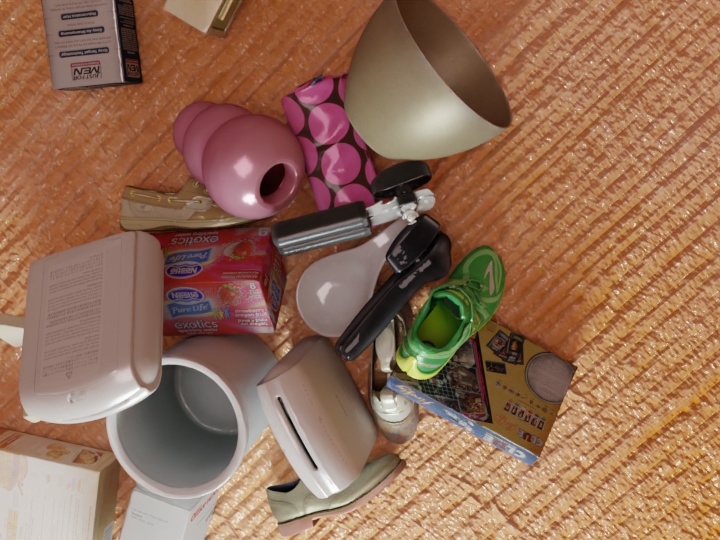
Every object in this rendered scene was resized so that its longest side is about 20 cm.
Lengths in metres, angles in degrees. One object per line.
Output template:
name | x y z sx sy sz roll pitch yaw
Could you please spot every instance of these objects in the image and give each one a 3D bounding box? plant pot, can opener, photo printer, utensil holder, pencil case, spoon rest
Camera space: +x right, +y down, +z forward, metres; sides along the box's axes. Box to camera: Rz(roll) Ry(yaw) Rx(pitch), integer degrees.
plant pot | 0.060 -0.204 1.092 0.134 0.200 0.201 -37 91 28
can opener | -0.008 -0.068 1.115 0.199 0.053 0.067 -19 65 2
photo printer | -0.051 0.175 1.158 0.069 0.200 0.167 -28 93 13
can opener | 0.038 0.027 1.145 0.079 0.063 0.200 38 89 -6
photo printer | -0.302 0.069 1.072 0.166 0.069 0.201 -16 62 19
utensil holder | -0.196 0.166 1.182 0.169 0.200 0.171 1 99 9
pencil case | -0.025 -0.138 1.164 0.093 0.091 0.201 -18 98 3
spoon rest | 0.000 0.000 1.189 0.200 0.061 0.099 -43 78 11

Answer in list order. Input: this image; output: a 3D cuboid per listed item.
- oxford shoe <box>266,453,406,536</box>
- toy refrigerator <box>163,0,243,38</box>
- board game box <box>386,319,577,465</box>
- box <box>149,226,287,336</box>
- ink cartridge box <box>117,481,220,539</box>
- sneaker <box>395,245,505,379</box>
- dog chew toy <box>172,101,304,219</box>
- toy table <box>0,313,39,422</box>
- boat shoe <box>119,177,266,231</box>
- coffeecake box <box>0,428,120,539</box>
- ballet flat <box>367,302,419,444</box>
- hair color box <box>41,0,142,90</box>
oxford shoe | -0.036 0.277 1.238 0.200 0.071 0.074 -28 91 13
toy refrigerator | -0.153 -0.386 1.151 0.070 0.076 0.200 32 102 4
board game box | 0.148 0.129 1.159 0.200 0.035 0.136 29 61 5
box | -0.202 0.015 1.194 0.199 0.100 0.096 -2 134 11
ink cartridge box | -0.261 0.359 1.251 0.084 0.145 0.201 18 102 7
sneaker | 0.118 0.044 1.130 0.074 0.084 0.200 34 61 8
dog chew toy | -0.158 -0.144 1.153 0.200 0.124 0.125 35 106 38
toy table | -0.369 0.094 1.225 0.117 0.200 0.184 -18 129 22
boat shoe | -0.212 -0.085 1.209 0.199 0.074 0.067 -3 95 5
coffeecake box | -0.445 0.316 1.314 0.199 0.073 0.154 10 101 8
ballet flat | 0.036 0.131 1.203 0.068 0.067 0.201 -4 98 11
hair color box | -0.343 -0.332 1.200 0.100 0.061 0.201 -3 98 11
